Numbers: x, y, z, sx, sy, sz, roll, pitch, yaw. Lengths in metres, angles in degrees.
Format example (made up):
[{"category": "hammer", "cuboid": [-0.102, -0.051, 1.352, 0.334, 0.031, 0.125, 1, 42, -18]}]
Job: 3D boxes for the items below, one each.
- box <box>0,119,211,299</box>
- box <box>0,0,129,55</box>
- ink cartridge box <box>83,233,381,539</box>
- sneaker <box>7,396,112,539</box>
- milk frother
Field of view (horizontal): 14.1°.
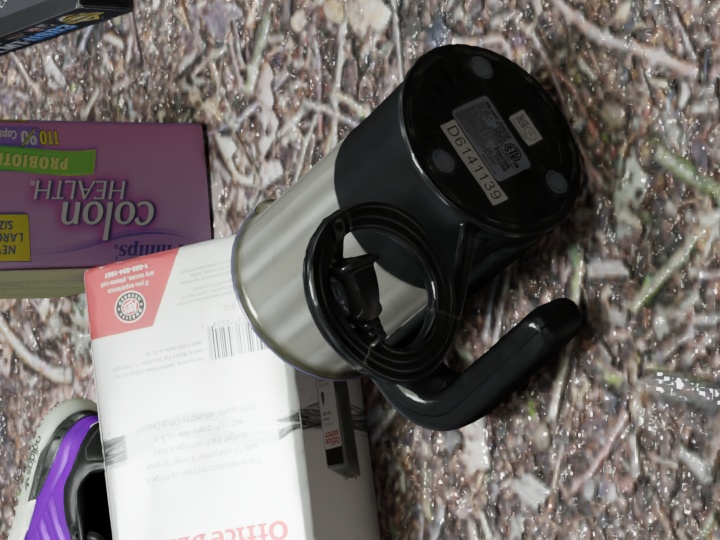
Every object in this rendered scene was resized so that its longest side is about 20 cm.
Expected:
[{"category": "box", "cuboid": [-0.225, -0.037, 1.903, 0.200, 0.175, 0.097, -9, 83, 53]}, {"category": "box", "cuboid": [-0.235, -0.260, 2.024, 0.200, 0.050, 0.199, -10, 83, 52]}, {"category": "ink cartridge box", "cuboid": [-0.077, 0.087, 1.747, 0.146, 0.083, 0.201, -12, 80, 31]}, {"category": "sneaker", "cuboid": [-0.187, 0.194, 1.943, 0.099, 0.069, 0.201, 27, 112, 48]}, {"category": "milk frother", "cuboid": [0.000, 0.000, 1.582, 0.188, 0.200, 0.181, -41, 62, 46]}]
